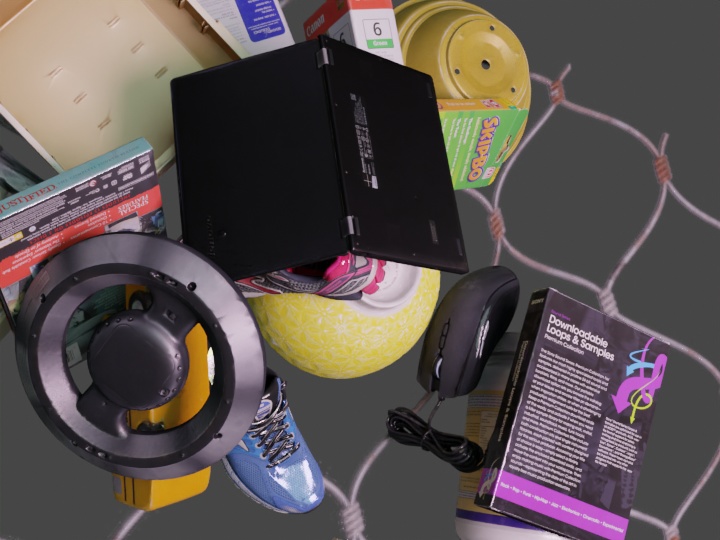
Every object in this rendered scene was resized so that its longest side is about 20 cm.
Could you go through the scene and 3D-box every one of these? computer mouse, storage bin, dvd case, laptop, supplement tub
[{"bbox_3d":[0.102,0.086,0.932,0.046,0.140,0.201,35,84,-40],"label":"computer mouse"},{"bbox_3d":[-0.216,-0.178,0.851,0.199,0.094,0.200,-45,97,-12],"label":"storage bin"},{"bbox_3d":[-0.222,-0.002,0.805,0.146,0.200,0.022,-30,56,-24],"label":"dvd case"},{"bbox_3d":[-0.033,-0.078,0.810,0.199,0.116,0.188,10,64,-40],"label":"laptop"},{"bbox_3d":[0.172,0.170,0.970,0.145,0.145,0.201,12,79,-22],"label":"supplement tub"}]

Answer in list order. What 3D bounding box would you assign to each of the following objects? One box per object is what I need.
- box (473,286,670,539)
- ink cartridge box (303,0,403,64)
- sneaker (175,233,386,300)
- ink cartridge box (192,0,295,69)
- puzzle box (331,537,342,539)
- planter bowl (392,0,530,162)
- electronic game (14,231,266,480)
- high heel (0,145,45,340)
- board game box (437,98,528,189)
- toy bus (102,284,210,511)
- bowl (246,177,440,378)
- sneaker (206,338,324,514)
[{"bbox_3d":[0.191,0.133,0.885,0.142,0.036,0.201,24,75,-19],"label":"box"},{"bbox_3d":[-0.011,-0.226,0.963,0.050,0.109,0.201,-10,86,-25],"label":"ink cartridge box"},{"bbox_3d":[-0.080,-0.018,0.863,0.075,0.199,0.081,15,77,-65],"label":"sneaker"},{"bbox_3d":[-0.135,-0.266,0.952,0.099,0.039,0.201,-22,91,-24],"label":"ink cartridge box"},{"bbox_3d":[-0.072,0.352,0.902,0.199,0.025,0.134,-26,94,-25],"label":"puzzle box"},{"bbox_3d":[0.111,-0.201,1.028,0.199,0.083,0.202,3,82,-24],"label":"planter bowl"},{"bbox_3d":[-0.169,0.068,0.762,0.199,0.042,0.201,2,107,8],"label":"electronic game"},{"bbox_3d":[-0.338,-0.011,0.820,0.142,0.071,0.200,34,72,-5],"label":"high heel"},{"bbox_3d":[0.074,-0.117,0.947,0.199,0.096,0.030,-7,45,-40],"label":"board game box"},{"bbox_3d":[-0.170,0.095,0.838,0.065,0.078,0.201,-9,100,-46],"label":"toy bus"},{"bbox_3d":[0.000,0.000,0.938,0.199,0.108,0.201,4,81,-23],"label":"bowl"},{"bbox_3d":[-0.096,0.135,0.886,0.078,0.089,0.200,-38,99,-22],"label":"sneaker"}]
